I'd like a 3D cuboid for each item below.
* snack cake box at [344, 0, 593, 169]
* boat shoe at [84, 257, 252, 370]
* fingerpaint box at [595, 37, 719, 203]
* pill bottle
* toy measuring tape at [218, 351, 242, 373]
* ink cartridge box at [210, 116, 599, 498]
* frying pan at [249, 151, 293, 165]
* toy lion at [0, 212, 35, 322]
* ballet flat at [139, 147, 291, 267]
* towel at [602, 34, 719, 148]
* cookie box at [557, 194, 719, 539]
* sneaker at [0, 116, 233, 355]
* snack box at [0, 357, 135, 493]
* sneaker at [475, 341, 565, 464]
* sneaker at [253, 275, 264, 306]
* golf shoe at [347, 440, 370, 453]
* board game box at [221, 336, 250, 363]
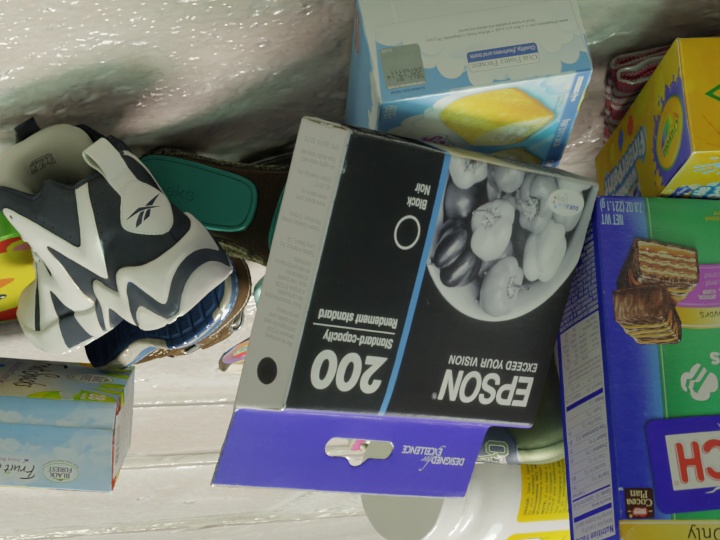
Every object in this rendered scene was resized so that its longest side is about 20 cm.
[{"bbox_3d":[0.054,-0.091,1.113,0.114,0.067,0.200,-10,162,-5],"label":"snack cake box"},{"bbox_3d":[-0.120,0.020,1.370,0.072,0.073,0.200,-5,172,-34],"label":"boat shoe"},{"bbox_3d":[0.243,-0.071,1.178,0.166,0.074,0.200,-3,164,-7],"label":"fingerpaint box"},{"bbox_3d":[0.099,0.147,1.419,0.199,0.113,0.112,3,158,-44],"label":"pill bottle"},{"bbox_3d":[-0.025,0.072,1.355,0.073,0.074,0.200,6,164,-43],"label":"toy measuring tape"},{"bbox_3d":[0.028,0.031,1.068,0.198,0.201,0.043,8,-169,-44],"label":"ink cartridge box"},{"bbox_3d":[0.004,-0.055,1.268,0.189,0.031,0.115,-5,165,-12],"label":"frying pan"},{"bbox_3d":[-0.254,-0.004,1.224,0.191,0.069,0.200,-20,162,4],"label":"toy lion"},{"bbox_3d":[-0.044,-0.028,1.156,0.199,0.068,0.075,15,175,31],"label":"ballet flat"},{"bbox_3d":[0.225,-0.101,1.252,0.146,0.030,0.200,-11,163,2],"label":"towel"},{"bbox_3d":[0.205,0.065,1.142,0.170,0.201,0.075,2,163,-15],"label":"cookie box"},{"bbox_3d":[-0.166,-0.027,1.140,0.079,0.130,0.199,-40,-165,-25],"label":"sneaker"},{"bbox_3d":[-0.243,0.101,1.371,0.168,0.068,0.200,4,-175,-3],"label":"snack box"},{"bbox_3d":[0.089,0.046,1.241,0.089,0.201,0.067,-13,128,3],"label":"sneaker"},{"bbox_3d":[0.000,0.000,1.321,0.086,0.078,0.200,-11,167,-36],"label":"sneaker"},{"bbox_3d":[0.033,0.041,1.397,0.075,0.092,0.200,-5,143,-46],"label":"golf shoe"},{"bbox_3d":[0.016,0.037,1.202,0.199,0.039,0.158,-18,172,-20],"label":"board game box"}]
